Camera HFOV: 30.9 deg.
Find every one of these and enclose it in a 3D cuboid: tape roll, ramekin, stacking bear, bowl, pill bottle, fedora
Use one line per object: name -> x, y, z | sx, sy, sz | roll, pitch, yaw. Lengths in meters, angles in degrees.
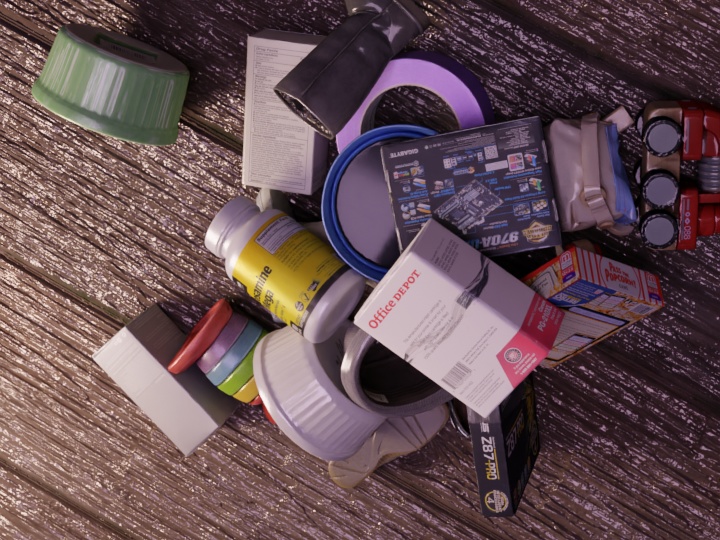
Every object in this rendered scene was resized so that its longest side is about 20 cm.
tape roll -> 0.072, -0.179, 1.686 | 0.199, 0.066, 0.201 | 6, 110, 16
ramekin -> -0.041, 0.147, 1.753 | 0.094, 0.202, 0.203 | -39, 94, 27
stacking bear -> -0.151, 0.143, 1.844 | 0.200, 0.122, 0.114 | 40, 122, -9
ramekin -> -0.322, -0.249, 1.716 | 0.199, 0.200, 0.098 | 25, 106, 8
bowl -> 0.051, -0.083, 1.637 | 0.199, 0.039, 0.202 | 0, 97, 1
pill bottle -> -0.100, -0.006, 1.685 | 0.200, 0.112, 0.113 | 37, 115, 15
fedora -> 0.058, 0.097, 1.692 | 0.199, 0.090, 0.178 | -23, 125, -12

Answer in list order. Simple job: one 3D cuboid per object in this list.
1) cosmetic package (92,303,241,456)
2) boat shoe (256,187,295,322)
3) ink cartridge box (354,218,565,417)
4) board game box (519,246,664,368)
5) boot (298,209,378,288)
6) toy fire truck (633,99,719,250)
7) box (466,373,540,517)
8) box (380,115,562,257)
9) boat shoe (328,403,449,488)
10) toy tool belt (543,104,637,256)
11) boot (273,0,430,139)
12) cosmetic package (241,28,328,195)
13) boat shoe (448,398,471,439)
cosmetic package -> -0.274, 0.157, 1.883 | 0.090, 0.107, 0.200 | -39, 92, 24
boat shoe -> -0.120, -0.018, 1.795 | 0.071, 0.070, 0.202 | -9, 106, 18
ink cartridge box -> 0.115, 0.056, 1.540 | 0.200, 0.084, 0.145 | 36, 130, -3
board game box -> 0.248, 0.051, 1.609 | 0.151, 0.047, 0.200 | 17, 144, -35
boot -> 0.000, 0.000, 1.762 | 0.154, 0.072, 0.200 | -12, 128, 35
toy fire truck -> 0.437, -0.111, 1.574 | 0.199, 0.129, 0.177 | 0, 108, 5
box -> 0.189, 0.204, 1.703 | 0.049, 0.200, 0.162 | -5, 106, 20
box -> 0.135, -0.093, 1.587 | 0.199, 0.046, 0.160 | -11, 97, 6
boat shoe -> 0.043, 0.234, 1.844 | 0.200, 0.063, 0.073 | -41, 88, 18
toy tool belt -> 0.298, -0.097, 1.607 | 0.122, 0.125, 0.201 | -12, 88, -10
boot -> -0.034, -0.286, 1.621 | 0.182, 0.073, 0.200 | 42, 86, 17
cosmetic package -> -0.096, -0.210, 1.722 | 0.103, 0.073, 0.201 | 11, 110, 13
boat shoe -> 0.141, 0.127, 1.757 | 0.071, 0.068, 0.201 | -8, 95, 6
